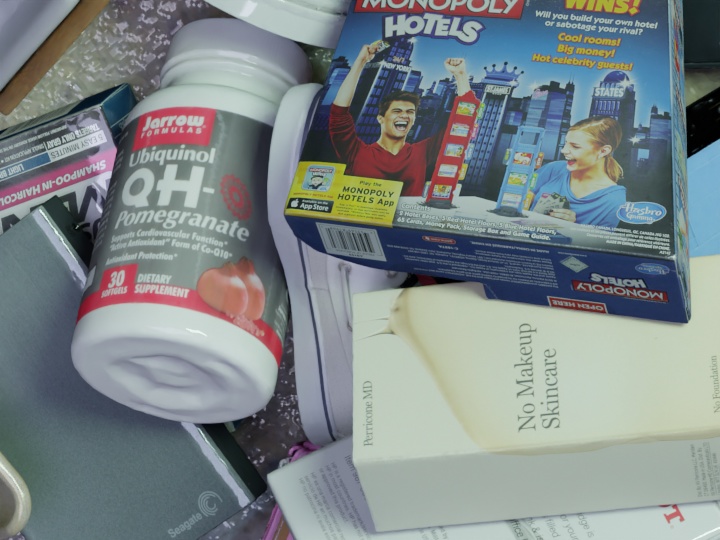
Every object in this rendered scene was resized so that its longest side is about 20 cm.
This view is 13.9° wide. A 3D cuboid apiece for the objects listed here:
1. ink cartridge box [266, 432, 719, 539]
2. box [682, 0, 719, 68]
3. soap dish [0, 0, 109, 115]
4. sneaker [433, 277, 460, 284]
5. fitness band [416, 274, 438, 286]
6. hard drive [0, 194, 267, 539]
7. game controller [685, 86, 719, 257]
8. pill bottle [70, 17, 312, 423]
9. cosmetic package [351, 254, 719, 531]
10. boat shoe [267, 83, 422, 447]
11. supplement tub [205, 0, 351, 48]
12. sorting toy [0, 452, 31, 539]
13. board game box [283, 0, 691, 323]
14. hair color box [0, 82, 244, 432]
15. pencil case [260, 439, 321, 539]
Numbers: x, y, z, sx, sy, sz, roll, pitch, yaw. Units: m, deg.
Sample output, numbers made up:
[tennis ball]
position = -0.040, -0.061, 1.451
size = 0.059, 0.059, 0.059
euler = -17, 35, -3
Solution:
[ink cartridge box]
position = 0.074, 0.135, 1.510
size = 0.199, 0.084, 0.145
euler = -25, 58, -3
[box]
position = 0.133, -0.191, 1.515
size = 0.158, 0.046, 0.201
euler = -1, 134, -3
[soap dish]
position = -0.199, -0.185, 1.577
size = 0.157, 0.081, 0.200
euler = 49, 149, -3
[sneaker]
position = 0.034, 0.060, 1.647
size = 0.079, 0.075, 0.201
euler = -20, 100, 17
[fitness band]
position = 0.066, -0.043, 1.594
size = 0.143, 0.037, 0.200
euler = -34, 78, -6
[hard drive]
position = -0.161, 0.077, 1.644
size = 0.139, 0.033, 0.200
euler = -35, 93, 28
[game controller]
position = 0.199, -0.044, 1.548
size = 0.200, 0.042, 0.105
euler = -31, 97, -28
[pill bottle]
position = -0.082, -0.029, 1.582
size = 0.110, 0.111, 0.201
euler = 6, 62, 9
[cosmetic package]
position = 0.098, 0.060, 1.457
size = 0.199, 0.104, 0.073
euler = -6, 145, 7
[boat shoe]
position = 0.000, 0.000, 1.539
size = 0.069, 0.071, 0.201
euler = 2, 108, 25
[supplement tub]
position = -0.016, -0.232, 1.541
size = 0.144, 0.145, 0.201
euler = 25, 108, 3
[sorting toy]
position = -0.272, 0.075, 1.665
size = 0.036, 0.185, 0.200
euler = -37, 95, -24
[board game box]
position = 0.086, -0.084, 1.474
size = 0.199, 0.201, 0.062
euler = 8, 150, 19
[hair color box]
position = -0.143, 0.007, 1.673
size = 0.100, 0.061, 0.201
euler = -19, 101, 16
[pencil case]
position = -0.031, 0.189, 1.619
size = 0.086, 0.083, 0.201
euler = 23, 94, 22
